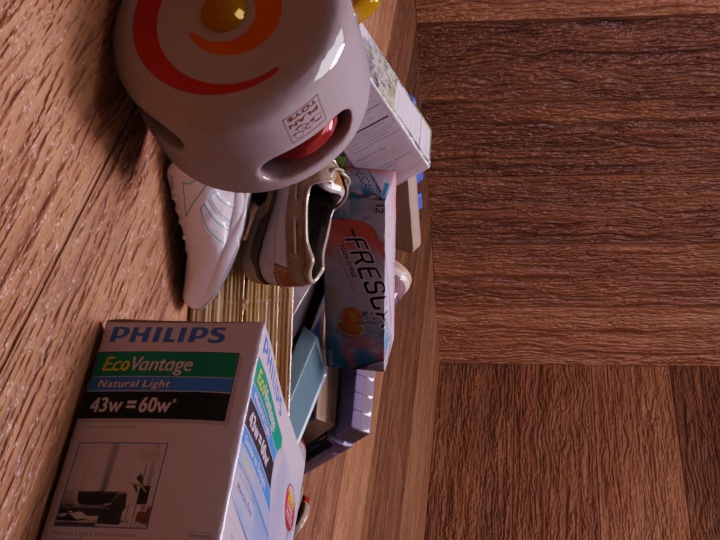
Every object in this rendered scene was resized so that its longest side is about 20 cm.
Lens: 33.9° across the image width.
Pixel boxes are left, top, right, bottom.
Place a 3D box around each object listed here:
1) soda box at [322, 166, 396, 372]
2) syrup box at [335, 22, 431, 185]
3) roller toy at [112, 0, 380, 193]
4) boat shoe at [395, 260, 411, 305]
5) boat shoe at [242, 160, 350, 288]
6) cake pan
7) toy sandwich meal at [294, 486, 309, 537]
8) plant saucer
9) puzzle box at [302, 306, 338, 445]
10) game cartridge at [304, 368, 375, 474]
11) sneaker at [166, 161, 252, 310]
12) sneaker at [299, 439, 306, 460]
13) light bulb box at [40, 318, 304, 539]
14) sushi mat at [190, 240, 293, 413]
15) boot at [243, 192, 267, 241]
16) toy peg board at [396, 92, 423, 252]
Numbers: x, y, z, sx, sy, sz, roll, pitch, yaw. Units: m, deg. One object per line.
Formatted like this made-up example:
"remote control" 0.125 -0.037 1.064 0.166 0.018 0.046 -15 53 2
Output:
"soda box" 0.000 0.000 1.179 0.068 0.064 0.200 -70 162 -58
"syrup box" -0.013 -0.177 1.159 0.200 0.081 0.079 53 23 -27
"roller toy" -0.087 -0.165 0.908 0.140 0.200 0.183 69 28 -66
"boat shoe" -0.029 0.044 1.392 0.072 0.200 0.065 52 40 -23
"boat shoe" -0.044 -0.079 1.078 0.075 0.068 0.200 27 74 -61
"cake pan" -0.081 0.064 1.199 0.200 0.037 0.200 25 90 -83
"toy sandwich meal" -0.084 0.303 1.125 0.205 0.070 0.205 -63 -177 7
"plant saucer" -0.072 0.148 1.137 0.200 0.019 0.070 -69 156 -43
"puzzle box" -0.068 0.107 1.311 0.133 0.025 0.200 -41 -146 42
"game cartridge" -0.051 0.155 1.304 0.200 0.038 0.130 -38 -147 45
"sneaker" -0.132 -0.063 1.037 0.070 0.080 0.200 -92 -162 -73
"sneaker" -0.112 0.192 1.177 0.200 0.078 0.082 49 48 -65
"light bulb box" -0.126 0.171 0.862 0.198 0.125 0.200 80 14 -49
"sushi mat" -0.110 0.068 1.085 0.012 0.096 0.200 141 -48 -72
"boot" -0.080 -0.104 1.151 0.166 0.072 0.200 -29 138 -44
"toy peg board" 0.001 -0.152 1.401 0.098 0.199 0.200 -42 139 -38
